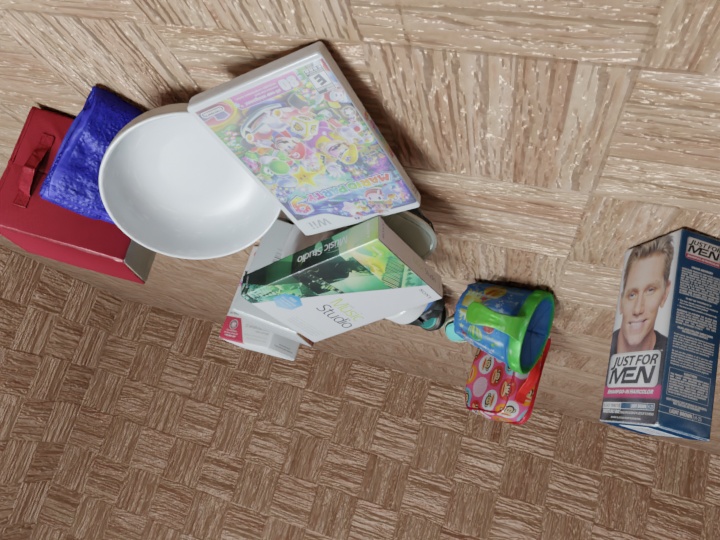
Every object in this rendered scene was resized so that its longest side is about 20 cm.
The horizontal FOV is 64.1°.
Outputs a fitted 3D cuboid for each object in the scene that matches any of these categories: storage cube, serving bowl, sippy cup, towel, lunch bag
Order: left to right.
[{"bbox_3d":[-0.382,-0.097,0.826,0.179,0.172,0.200,17,166,-7],"label":"storage cube"},{"bbox_3d":[-0.262,-0.109,0.704,0.199,0.148,0.050,25,-166,-35],"label":"towel"},{"bbox_3d":[-0.189,-0.107,0.660,0.198,0.066,0.201,-8,137,-8],"label":"serving bowl"},{"bbox_3d":[0.227,0.081,0.934,0.130,0.140,0.178,19,146,33],"label":"sippy cup"},{"bbox_3d":[0.291,0.193,1.122,0.082,0.201,0.176,25,165,-15],"label":"lunch bag"}]

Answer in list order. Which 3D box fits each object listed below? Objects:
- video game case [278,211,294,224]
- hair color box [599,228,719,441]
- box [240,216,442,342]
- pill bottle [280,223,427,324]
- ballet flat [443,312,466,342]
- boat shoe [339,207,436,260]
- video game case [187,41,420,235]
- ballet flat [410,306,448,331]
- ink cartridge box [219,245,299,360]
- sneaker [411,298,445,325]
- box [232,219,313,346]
[{"bbox_3d":[-0.024,-0.051,0.902,0.199,0.023,0.182,5,162,40],"label":"video game case"},{"bbox_3d":[0.317,0.068,0.605,0.060,0.201,0.100,17,166,-6],"label":"hair color box"},{"bbox_3d":[-0.022,0.019,0.688,0.199,0.037,0.144,-23,140,27],"label":"box"},{"bbox_3d":[0.000,0.000,0.793,0.199,0.115,0.114,26,163,-33],"label":"pill bottle"},{"bbox_3d":[0.255,0.097,1.076,0.199,0.070,0.069,-4,158,27],"label":"ballet flat"},{"bbox_3d":[0.001,-0.080,0.670,0.200,0.076,0.060,37,-160,-19],"label":"boat shoe"},{"bbox_3d":[-0.046,-0.110,0.552,0.142,0.018,0.200,-12,143,26],"label":"video game case"},{"bbox_3d":[0.139,0.087,1.179,0.068,0.069,0.200,11,179,-19],"label":"ballet flat"},{"bbox_3d":[-0.172,0.060,1.127,0.147,0.201,0.085,5,161,38],"label":"ink cartridge box"},{"bbox_3d":[0.069,0.058,1.092,0.199,0.077,0.111,-8,142,44],"label":"sneaker"},{"bbox_3d":[-0.109,0.027,0.929,0.106,0.153,0.200,19,169,6],"label":"box"}]
